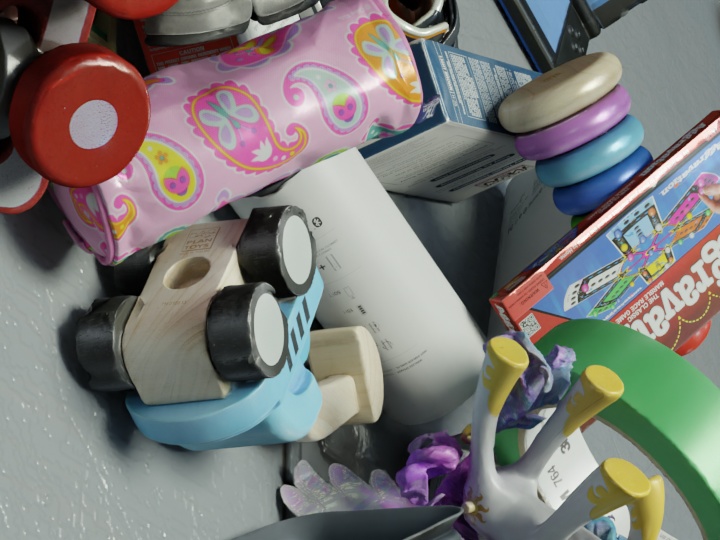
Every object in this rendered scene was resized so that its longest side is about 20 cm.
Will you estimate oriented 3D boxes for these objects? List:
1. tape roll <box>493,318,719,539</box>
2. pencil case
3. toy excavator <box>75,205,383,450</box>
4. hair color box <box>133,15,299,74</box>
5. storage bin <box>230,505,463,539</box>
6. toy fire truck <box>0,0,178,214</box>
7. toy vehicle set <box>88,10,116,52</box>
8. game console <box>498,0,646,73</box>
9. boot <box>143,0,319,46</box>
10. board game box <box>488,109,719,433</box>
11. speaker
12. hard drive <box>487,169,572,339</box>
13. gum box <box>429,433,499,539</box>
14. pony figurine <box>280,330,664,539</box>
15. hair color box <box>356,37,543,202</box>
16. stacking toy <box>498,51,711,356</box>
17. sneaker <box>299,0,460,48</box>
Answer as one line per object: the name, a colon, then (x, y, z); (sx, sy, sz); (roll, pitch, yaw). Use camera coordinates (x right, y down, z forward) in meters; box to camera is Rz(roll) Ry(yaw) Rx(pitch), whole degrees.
tape roll: (0.161, 0.123, 1.230); (0.048, 0.200, 0.201); (-39, 113, -26)
pencil case: (-0.063, -0.074, 1.083); (0.199, 0.087, 0.088); (-25, 97, -24)
toy excavator: (-0.053, 0.052, 1.144); (0.195, 0.099, 0.201); (-70, 148, -49)
hair color box: (-0.091, -0.179, 1.186); (0.111, 0.063, 0.201); (-58, 135, -64)
storage bin: (-0.020, 0.203, 1.048); (0.200, 0.145, 0.135); (-15, 97, -59)
toy fire truck: (-0.177, -0.127, 0.950); (0.167, 0.112, 0.201); (7, 110, -38)
toy vehicle set: (-0.195, -0.201, 1.084); (0.200, 0.026, 0.125); (35, 44, -50)
game console: (0.179, -0.272, 1.737); (0.201, 0.118, 0.171); (57, 30, -26)
boot: (-0.109, -0.174, 1.073); (0.199, 0.070, 0.133); (-10, 108, -23)
board game box: (0.180, -0.001, 1.324); (0.200, 0.019, 0.103); (-39, 110, -18)
speaker: (0.000, 0.000, 1.269); (0.200, 0.081, 0.081); (54, 32, -31)
hard drive: (0.132, -0.023, 1.487); (0.026, 0.132, 0.201); (23, 45, -13)
gum box: (0.088, 0.203, 1.322); (0.114, 0.066, 0.201); (54, 32, -27)
pony figurine: (0.076, 0.133, 1.168); (0.166, 0.201, 0.193); (-11, 46, -39)
hair color box: (0.053, -0.096, 1.408); (0.200, 0.100, 0.061); (6, 64, -61)
stacking toy: (0.166, -0.035, 1.366); (0.201, 0.085, 0.085); (63, 28, -11)
sneaker: (0.036, -0.167, 1.447); (0.200, 0.079, 0.079); (23, 53, -58)
